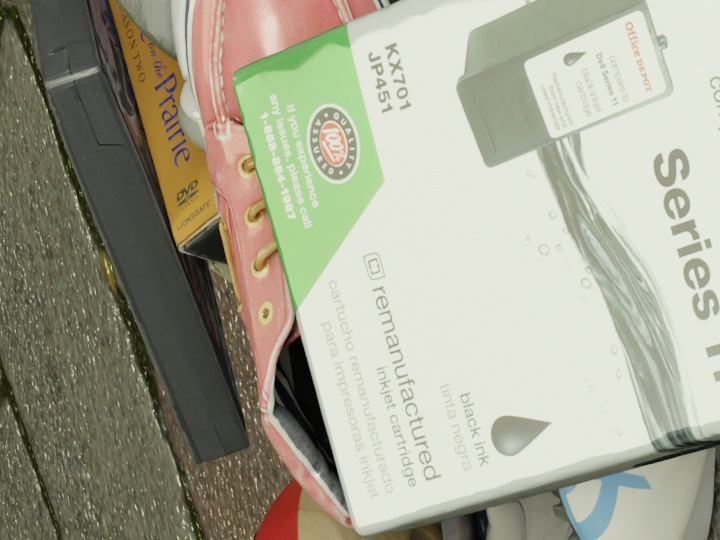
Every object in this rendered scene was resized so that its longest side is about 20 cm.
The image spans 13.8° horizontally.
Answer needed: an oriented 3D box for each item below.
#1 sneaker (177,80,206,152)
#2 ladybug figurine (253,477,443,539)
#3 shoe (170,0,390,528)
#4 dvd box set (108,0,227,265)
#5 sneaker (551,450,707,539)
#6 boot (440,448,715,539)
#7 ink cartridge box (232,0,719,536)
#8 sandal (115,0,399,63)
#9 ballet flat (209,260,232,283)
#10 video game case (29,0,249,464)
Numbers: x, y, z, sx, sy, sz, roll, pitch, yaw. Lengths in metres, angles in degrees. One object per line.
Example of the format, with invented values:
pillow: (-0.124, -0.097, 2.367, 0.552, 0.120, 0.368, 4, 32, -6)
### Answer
sneaker: (0.000, 0.000, 1.048, 0.200, 0.082, 0.075, 40, -171, -36)
ladybug figurine: (0.006, 0.150, 1.040, 0.136, 0.072, 0.201, 52, -160, -51)
shoe: (-0.011, -0.019, 0.937, 0.091, 0.071, 0.201, -111, 10, -65)
dvd box set: (-0.037, -0.084, 1.150, 0.029, 0.146, 0.201, -34, 59, 30)
sneaker: (0.100, 0.009, 0.923, 0.072, 0.072, 0.201, 16, 115, 27)
boot: (0.069, 0.028, 1.004, 0.074, 0.095, 0.201, -133, 35, -54)
ink cartridge box: (0.077, -0.020, 0.832, 0.199, 0.083, 0.148, -20, 83, 37)
sandal: (-0.005, -0.089, 1.000, 0.080, 0.200, 0.057, -65, 21, 4)
ballet flat: (-0.039, -0.040, 1.245, 0.069, 0.071, 0.201, -6, 110, 45)
video game case: (-0.092, -0.056, 1.143, 0.181, 0.025, 0.201, -106, -1, -47)
